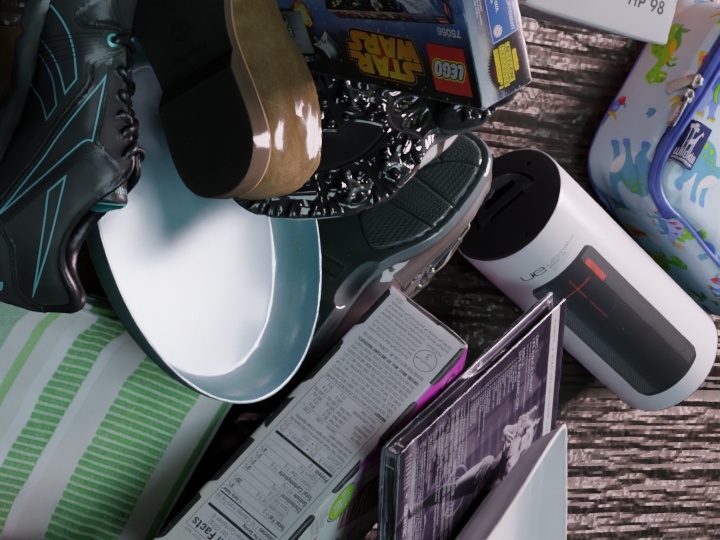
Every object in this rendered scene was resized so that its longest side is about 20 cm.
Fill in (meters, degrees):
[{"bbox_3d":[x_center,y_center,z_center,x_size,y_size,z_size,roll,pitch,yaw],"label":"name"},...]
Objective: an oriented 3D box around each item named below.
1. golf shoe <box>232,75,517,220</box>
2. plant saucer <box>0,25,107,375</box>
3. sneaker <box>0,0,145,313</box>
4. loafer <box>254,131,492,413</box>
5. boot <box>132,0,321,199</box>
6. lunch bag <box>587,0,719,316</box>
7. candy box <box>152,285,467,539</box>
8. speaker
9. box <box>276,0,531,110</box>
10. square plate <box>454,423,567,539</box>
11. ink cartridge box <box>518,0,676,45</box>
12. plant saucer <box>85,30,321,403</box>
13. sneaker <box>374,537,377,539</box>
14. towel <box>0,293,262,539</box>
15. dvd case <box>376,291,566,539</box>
[{"bbox_3d":[-0.001,-0.070,1.225,0.199,0.094,0.078,-27,87,-33],"label":"golf shoe"},{"bbox_3d":[-0.182,-0.021,1.123,0.199,0.035,0.201,-14,112,-37],"label":"plant saucer"},{"bbox_3d":[-0.131,-0.075,1.049,0.075,0.079,0.201,7,107,-81],"label":"sneaker"},{"bbox_3d":[0.000,0.000,1.278,0.200,0.072,0.063,-43,148,-15],"label":"loafer"},{"bbox_3d":[-0.070,-0.131,1.131,0.075,0.073,0.201,2,73,-54],"label":"boot"},{"bbox_3d":[0.243,-0.071,1.450,0.200,0.082,0.161,47,69,-40],"label":"lunch bag"},{"bbox_3d":[-0.026,0.120,1.242,0.200,0.061,0.137,-46,163,-20],"label":"candy box"},{"bbox_3d":[0.141,0.008,1.384,0.200,0.081,0.081,41,75,-41],"label":"speaker"},{"bbox_3d":[-0.007,-0.164,1.121,0.040,0.199,0.138,-31,122,-33],"label":"box"},{"bbox_3d":[0.063,0.214,1.279,0.200,0.028,0.199,-49,148,-39],"label":"square plate"},{"bbox_3d":[0.094,-0.172,1.207,0.115,0.200,0.067,9,97,-42],"label":"ink cartridge box"},{"bbox_3d":[-0.086,-0.028,1.159,0.200,0.027,0.201,28,55,-51],"label":"plant saucer"},{"bbox_3d":[0.039,0.192,1.329,0.200,0.076,0.077,-24,146,-48],"label":"sneaker"},{"bbox_3d":[-0.152,0.081,1.156,0.200,0.023,0.153,16,109,-50],"label":"towel"},{"bbox_3d":[0.063,0.118,1.267,0.200,0.016,0.149,-38,137,-49],"label":"dvd case"}]
